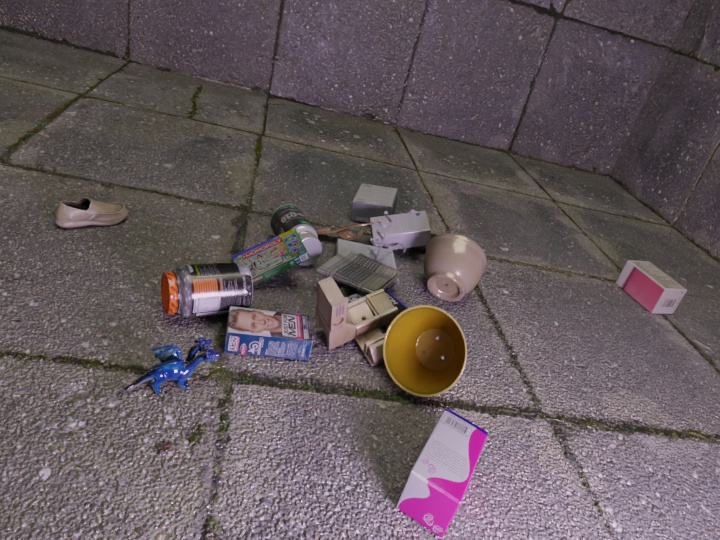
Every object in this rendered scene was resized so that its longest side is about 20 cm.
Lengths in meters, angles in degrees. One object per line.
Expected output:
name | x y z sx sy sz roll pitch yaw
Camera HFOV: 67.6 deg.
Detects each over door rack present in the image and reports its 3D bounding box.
over door rack | 0.091 -0.112 1.685 0.066 0.150 0.198 37 35 24

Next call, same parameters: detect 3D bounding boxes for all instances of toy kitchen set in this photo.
toy kitchen set | 0.015 0.108 1.280 0.196 0.183 0.165 -21 56 -22

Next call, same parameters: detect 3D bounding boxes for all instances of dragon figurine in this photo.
dragon figurine | -0.379 0.187 1.057 0.195 0.102 0.059 -3 33 -32

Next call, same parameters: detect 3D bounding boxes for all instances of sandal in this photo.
sandal | -0.054 -0.114 1.793 0.205 0.072 0.078 -6 4 0

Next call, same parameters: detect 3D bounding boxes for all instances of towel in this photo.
towel | 0.000 0.000 1.539 0.189 0.035 0.199 22 26 21

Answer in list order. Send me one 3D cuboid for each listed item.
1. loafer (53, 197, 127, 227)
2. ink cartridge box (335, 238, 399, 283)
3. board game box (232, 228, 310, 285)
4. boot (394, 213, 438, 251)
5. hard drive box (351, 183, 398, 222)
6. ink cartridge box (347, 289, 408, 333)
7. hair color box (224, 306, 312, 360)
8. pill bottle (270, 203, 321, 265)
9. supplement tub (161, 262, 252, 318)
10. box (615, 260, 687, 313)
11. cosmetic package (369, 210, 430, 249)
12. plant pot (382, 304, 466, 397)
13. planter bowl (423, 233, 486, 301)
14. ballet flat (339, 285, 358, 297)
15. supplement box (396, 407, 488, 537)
loafer | -0.745 -0.167 1.499 0.075 0.070 0.198 34 33 30
ink cartridge box | 0.018 -0.017 1.678 0.194 0.041 0.202 12 30 -10
board game box | -0.249 -0.035 1.484 0.196 0.030 0.135 -25 41 -8
boot | 0.209 -0.122 1.941 0.170 0.070 0.203 3 42 -24
hard drive box | 0.056 -0.254 2.040 0.151 0.079 0.201 9 28 7
ink cartridge box | 0.085 0.120 1.463 0.197 0.044 0.198 40 35 25
hair color box | -0.214 0.147 1.255 0.194 0.062 0.101 8 30 -15
pill bottle | -0.196 -0.109 1.645 0.111 0.115 0.201 -2 34 -31
supplement tub | -0.366 0.046 1.282 0.196 0.125 0.123 -3 34 -32
box | 1.105 0.062 2.051 0.124 0.111 0.201 3 32 -23
cosmetic package | 0.134 -0.133 1.823 0.194 0.072 0.103 -7 47 -1
plant pot | 0.164 0.189 1.282 0.197 0.204 0.142 27 3 20
planter bowl | 0.276 0.006 1.650 0.196 0.202 0.137 21 56 8
ballet flat | -0.015 0.064 1.521 0.046 0.069 0.198 -18 5 43
supplement box | 0.158 0.375 1.019 0.100 0.106 0.199 27 29 17
